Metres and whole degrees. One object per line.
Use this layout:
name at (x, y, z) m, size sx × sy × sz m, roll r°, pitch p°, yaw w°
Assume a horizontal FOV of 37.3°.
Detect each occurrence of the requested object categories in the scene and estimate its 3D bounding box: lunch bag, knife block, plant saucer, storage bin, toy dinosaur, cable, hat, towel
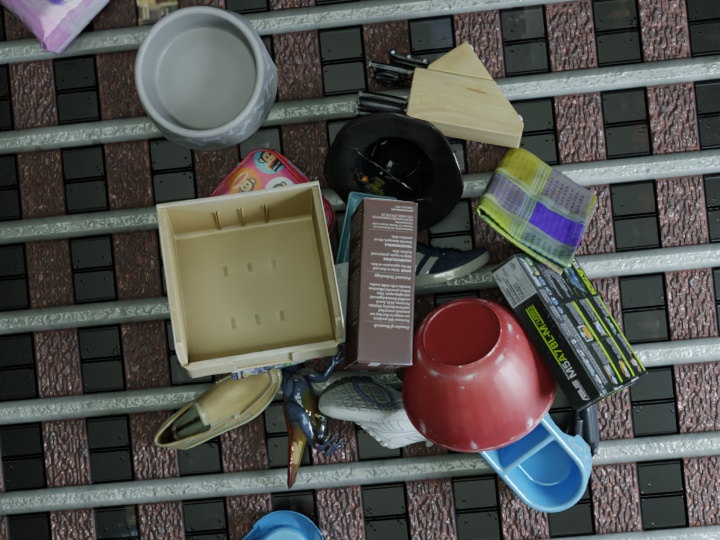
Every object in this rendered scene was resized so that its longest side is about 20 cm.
lunch bag at (-0.132, -0.045, 1.432) m, size 0.176 × 0.082 × 0.200 m, roll 43°, pitch 94°, yaw -1°
knife block at (0.095, -0.211, 1.414) m, size 0.175 × 0.064 × 0.200 m, roll -34°, pitch 80°, yaw 1°
plant saucer at (0.000, 0.000, 1.391) m, size 0.070 × 0.019 × 0.201 m, roll 10°, pitch 87°, yaw 22°
storage bin at (-0.134, 0.013, 1.305) m, size 0.199 × 0.094 × 0.199 m, roll -9°, pitch 70°, yaw -6°
toy dinosaur at (-0.093, 0.162, 1.425) m, size 0.200 × 0.105 × 0.182 m, roll -43°, pitch 69°, yaw 13°
cable at (0.228, 0.170, 1.406) m, size 0.163 × 0.051 × 0.201 m, roll -6°, pitch 110°, yaw 15°
hat at (0.054, -0.144, 1.399) m, size 0.200 × 0.201 × 0.081 m, roll 25°, pitch 48°, yaw 3°
towel at (0.227, -0.084, 1.365) m, size 0.143 × 0.200 × 0.023 m, roll 35°, pitch 127°, yaw 2°

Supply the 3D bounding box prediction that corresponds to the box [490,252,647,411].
box at (0.264, 0.067, 1.332) m, size 0.047 × 0.193 × 0.200 m, roll -37°, pitch 76°, yaw 25°

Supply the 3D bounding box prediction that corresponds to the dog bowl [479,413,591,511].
dog bowl at (0.213, 0.226, 1.364) m, size 0.111 × 0.050 × 0.200 m, roll -39°, pitch 99°, yaw 15°

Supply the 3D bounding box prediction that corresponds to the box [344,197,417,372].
box at (0.024, 0.020, 1.304) m, size 0.075 × 0.100 × 0.201 m, roll 6°, pitch 79°, yaw -9°

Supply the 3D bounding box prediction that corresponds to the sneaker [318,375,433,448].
sneaker at (0.035, 0.193, 1.387) m, size 0.199 × 0.075 × 0.087 m, roll 12°, pitch 118°, yaw -23°

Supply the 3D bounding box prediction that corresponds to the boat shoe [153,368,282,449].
boat shoe at (-0.189, 0.183, 1.405) m, size 0.200 × 0.076 × 0.072 m, roll -39°, pitch 78°, yaw 20°

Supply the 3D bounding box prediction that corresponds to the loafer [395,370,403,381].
loafer at (0.142, 0.103, 1.428) m, size 0.199 × 0.063 × 0.072 m, roll -13°, pitch 131°, yaw 5°

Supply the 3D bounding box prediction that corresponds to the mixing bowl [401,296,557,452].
mixing bowl at (0.133, 0.107, 1.298) m, size 0.199 × 0.109 × 0.201 m, roll -11°, pitch 48°, yaw 13°

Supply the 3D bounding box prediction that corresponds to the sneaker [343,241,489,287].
sneaker at (0.069, -0.021, 1.418) m, size 0.199 × 0.075 × 0.085 m, roll -13°, pitch 93°, yaw 4°

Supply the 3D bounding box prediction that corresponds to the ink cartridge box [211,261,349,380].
ink cartridge box at (-0.082, 0.062, 1.368) m, size 0.199 × 0.050 × 0.109 m, roll -14°, pitch 73°, yaw -9°

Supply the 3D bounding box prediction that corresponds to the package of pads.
package of pads at (-0.393, -0.403, 1.448) m, size 0.120 × 0.076 × 0.200 m, roll 44°, pitch 92°, yaw 0°

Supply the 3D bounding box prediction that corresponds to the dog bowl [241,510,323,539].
dog bowl at (-0.132, 0.405, 1.442) m, size 0.200 × 0.050 × 0.112 m, roll -42°, pitch 87°, yaw 3°

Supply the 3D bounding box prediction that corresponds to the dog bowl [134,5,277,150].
dog bowl at (-0.214, -0.265, 1.445) m, size 0.199 × 0.059 × 0.201 m, roll 0°, pitch 89°, yaw 3°
